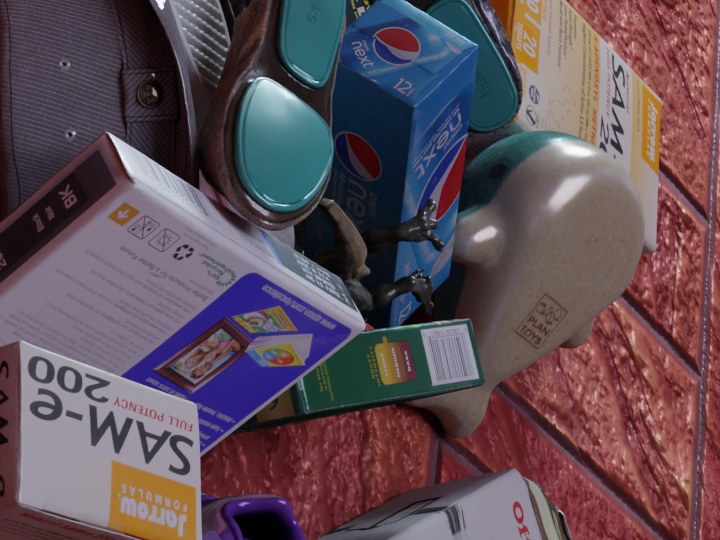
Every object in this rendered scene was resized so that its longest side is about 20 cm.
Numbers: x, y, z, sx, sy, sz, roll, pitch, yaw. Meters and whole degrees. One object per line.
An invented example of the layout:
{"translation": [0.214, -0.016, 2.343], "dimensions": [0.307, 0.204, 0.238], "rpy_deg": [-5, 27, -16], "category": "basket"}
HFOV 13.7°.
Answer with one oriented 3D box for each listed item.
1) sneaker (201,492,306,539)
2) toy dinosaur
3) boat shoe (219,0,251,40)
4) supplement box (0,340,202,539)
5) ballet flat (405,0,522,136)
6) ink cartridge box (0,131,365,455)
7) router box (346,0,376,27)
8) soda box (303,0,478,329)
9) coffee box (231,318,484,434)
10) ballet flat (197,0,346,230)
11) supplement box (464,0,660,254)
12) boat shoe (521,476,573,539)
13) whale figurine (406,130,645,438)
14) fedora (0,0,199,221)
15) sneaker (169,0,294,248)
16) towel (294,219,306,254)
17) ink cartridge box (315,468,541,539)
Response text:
{"translation": [-0.091, 0.169, 1.530], "dimensions": [0.200, 0.088, 0.081], "rpy_deg": [-46, 118, -54], "category": "sneaker"}
{"translation": [0.000, 0.000, 1.649], "dimensions": [0.088, 0.200, 0.048], "rpy_deg": [-12, 72, -17], "category": "toy dinosaur"}
{"translation": [-0.064, -0.170, 1.667], "dimensions": [0.074, 0.063, 0.202], "rpy_deg": [-31, 114, -57], "category": "boat shoe"}
{"translation": [-0.184, 0.096, 1.295], "dimensions": [0.126, 0.200, 0.074], "rpy_deg": [25, 57, -53], "category": "supplement box"}
{"translation": [0.036, -0.174, 1.785], "dimensions": [0.201, 0.072, 0.072], "rpy_deg": [67, 31, -22], "category": "ballet flat"}
{"translation": [-0.129, 0.042, 1.447], "dimensions": [0.198, 0.200, 0.043], "rpy_deg": [33, 22, -50], "category": "ink cartridge box"}
{"translation": [-0.031, -0.188, 1.779], "dimensions": [0.150, 0.062, 0.200], "rpy_deg": [-28, 103, -67], "category": "router box"}
{"translation": [0.015, -0.058, 1.697], "dimensions": [0.064, 0.068, 0.200], "rpy_deg": [-44, 155, -32], "category": "soda box"}
{"translation": [-0.031, 0.061, 1.641], "dimensions": [0.200, 0.123, 0.044], "rpy_deg": [-6, 85, -58], "category": "coffee box"}
{"translation": [-0.048, -0.076, 1.496], "dimensions": [0.068, 0.067, 0.200], "rpy_deg": [38, 37, -18], "category": "ballet flat"}
{"translation": [0.123, -0.103, 1.994], "dimensions": [0.200, 0.073, 0.126], "rpy_deg": [39, 47, -46], "category": "supplement box"}
{"translation": [0.116, 0.228, 1.863], "dimensions": [0.075, 0.075, 0.203], "rpy_deg": [24, 57, -60], "category": "boat shoe"}
{"translation": [0.087, 0.003, 1.871], "dimensions": [0.200, 0.104, 0.159], "rpy_deg": [-56, 137, -1], "category": "whale figurine"}
{"translation": [-0.155, -0.071, 1.489], "dimensions": [0.090, 0.177, 0.200], "rpy_deg": [-9, 103, -29], "category": "fedora"}
{"translation": [-0.114, -0.082, 1.571], "dimensions": [0.075, 0.104, 0.201], "rpy_deg": [-62, 136, -63], "category": "sneaker"}
{"translation": [-0.093, -0.070, 1.690], "dimensions": [0.144, 0.023, 0.200], "rpy_deg": [-46, 117, -56], "category": "towel"}
{"translation": [0.036, 0.211, 1.722], "dimensions": [0.200, 0.084, 0.146], "rpy_deg": [-20, 95, -60], "category": "ink cartridge box"}
